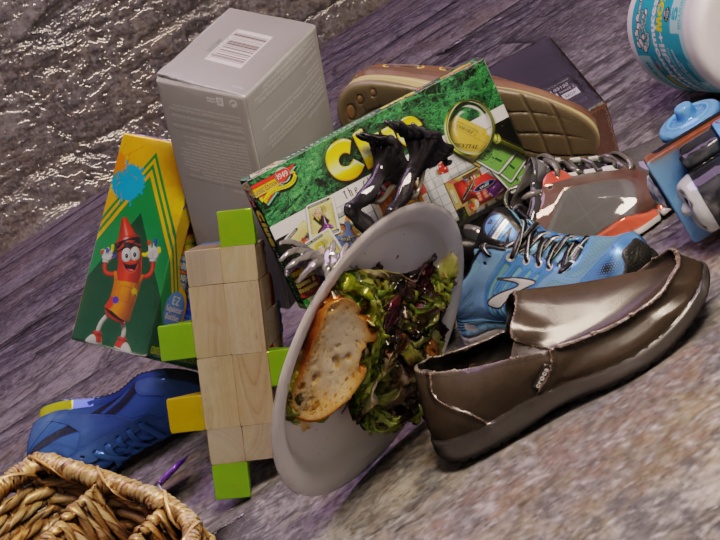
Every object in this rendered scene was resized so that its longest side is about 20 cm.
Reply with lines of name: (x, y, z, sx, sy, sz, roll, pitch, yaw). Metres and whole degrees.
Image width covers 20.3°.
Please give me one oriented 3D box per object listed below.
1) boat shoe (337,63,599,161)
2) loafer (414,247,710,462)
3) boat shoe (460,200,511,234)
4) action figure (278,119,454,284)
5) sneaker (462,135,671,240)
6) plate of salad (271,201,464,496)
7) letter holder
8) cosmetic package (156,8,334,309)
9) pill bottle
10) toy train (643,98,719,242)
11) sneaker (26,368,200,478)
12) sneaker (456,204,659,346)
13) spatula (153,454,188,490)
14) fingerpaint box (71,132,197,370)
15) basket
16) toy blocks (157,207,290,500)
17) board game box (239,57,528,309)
boat shoe: (0.086, -0.124, 1.523, 0.199, 0.072, 0.068, 10, 36, 10)
loafer: (0.118, 0.040, 1.209, 0.200, 0.071, 0.073, -32, 13, 5)
boat shoe: (0.050, -0.046, 1.500, 0.199, 0.076, 0.060, 5, 16, -19)
action figure: (0.000, 0.000, 1.378, 0.119, 0.102, 0.201, -2, 74, 59)
sneaker: (0.160, -0.056, 1.444, 0.200, 0.082, 0.077, -36, 13, -11)
plate of salad: (0.015, 0.054, 1.249, 0.048, 0.201, 0.200, 25, 48, 28)
letter holder: (0.103, -0.068, 1.620, 0.199, 0.142, 0.101, -29, 46, -4)
cosmetic package: (-0.076, -0.083, 1.517, 0.090, 0.201, 0.107, 15, 42, 26)
pill bottle: (0.283, -0.198, 1.616, 0.111, 0.111, 0.200, -34, 12, -6)
toy train: (0.278, -0.092, 1.296, 0.200, 0.087, 0.114, -31, 19, 9)
sneaker: (-0.198, 0.139, 1.674, 0.199, 0.066, 0.079, -18, 45, 31)
sneaker: (0.112, 0.001, 1.328, 0.078, 0.090, 0.200, -40, 14, -33)
spatula: (-0.141, 0.175, 1.453, 0.057, 0.021, 0.200, -45, 15, 3)
fingerpaint box: (-0.135, -0.006, 1.613, 0.073, 0.168, 0.200, 12, -5, 23)
basket: (-0.169, 0.201, 1.136, 0.142, 0.149, 0.200, -21, 17, 44)
toy blocks: (-0.087, 0.054, 1.466, 0.099, 0.201, 0.137, -7, 4, 3)
board game box: (0.023, -0.064, 1.447, 0.199, 0.105, 0.023, -29, 11, -13)
